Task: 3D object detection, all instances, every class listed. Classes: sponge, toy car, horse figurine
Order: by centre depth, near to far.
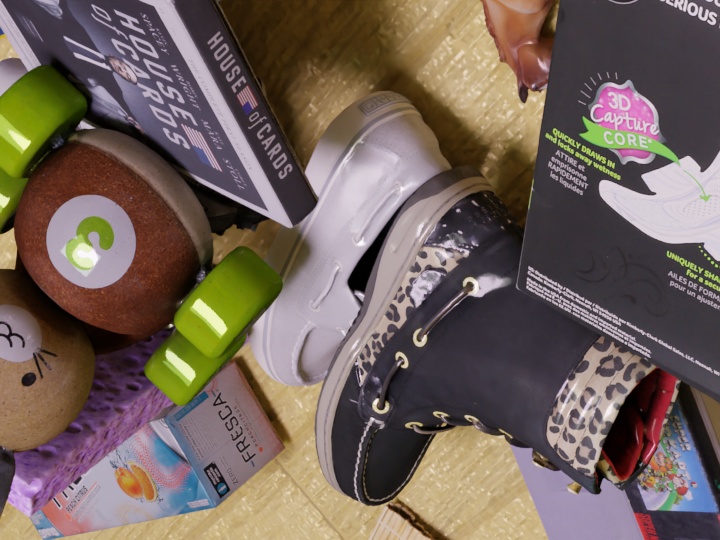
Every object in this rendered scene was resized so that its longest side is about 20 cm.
[{"bbox_3d":[0.056,-0.158,0.986,0.200,0.050,0.132,42,159,-23],"label":"horse figurine"},{"bbox_3d":[-0.169,0.033,1.131,0.164,0.200,0.158,42,155,2],"label":"toy car"},{"bbox_3d":[-0.155,0.047,1.250,0.111,0.200,0.030,30,134,23],"label":"sponge"}]

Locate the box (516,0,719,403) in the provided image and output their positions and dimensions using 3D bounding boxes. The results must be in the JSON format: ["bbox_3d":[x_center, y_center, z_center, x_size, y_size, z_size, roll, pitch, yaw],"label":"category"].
[{"bbox_3d":[0.160,-0.074,0.897,0.124,0.148,0.201,30,137,26],"label":"box"}]

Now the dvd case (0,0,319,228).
[{"bbox_3d":[-0.116,-0.107,1.083,0.200,0.025,0.151,28,156,42],"label":"dvd case"}]

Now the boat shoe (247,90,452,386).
[{"bbox_3d":[0.000,0.000,1.168,0.069,0.072,0.201,51,134,28],"label":"boat shoe"}]

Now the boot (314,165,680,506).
[{"bbox_3d":[0.062,0.070,1.103,0.154,0.073,0.204,41,131,28],"label":"boot"}]

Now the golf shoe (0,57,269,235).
[{"bbox_3d":[-0.122,-0.093,1.227,0.199,0.078,0.095,24,116,28],"label":"golf shoe"}]

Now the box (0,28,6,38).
[{"bbox_3d":[-0.188,-0.163,1.224,0.199,0.070,0.065,-11,110,47],"label":"box"}]

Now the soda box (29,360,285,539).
[{"bbox_3d":[-0.137,0.112,1.384,0.200,0.068,0.064,-18,106,50],"label":"soda box"}]

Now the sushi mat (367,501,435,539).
[{"bbox_3d":[0.025,0.221,1.357,0.096,0.012,0.200,41,139,15],"label":"sushi mat"}]

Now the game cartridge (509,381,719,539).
[{"bbox_3d":[0.130,0.091,1.145,0.129,0.038,0.201,-1,118,49],"label":"game cartridge"}]
